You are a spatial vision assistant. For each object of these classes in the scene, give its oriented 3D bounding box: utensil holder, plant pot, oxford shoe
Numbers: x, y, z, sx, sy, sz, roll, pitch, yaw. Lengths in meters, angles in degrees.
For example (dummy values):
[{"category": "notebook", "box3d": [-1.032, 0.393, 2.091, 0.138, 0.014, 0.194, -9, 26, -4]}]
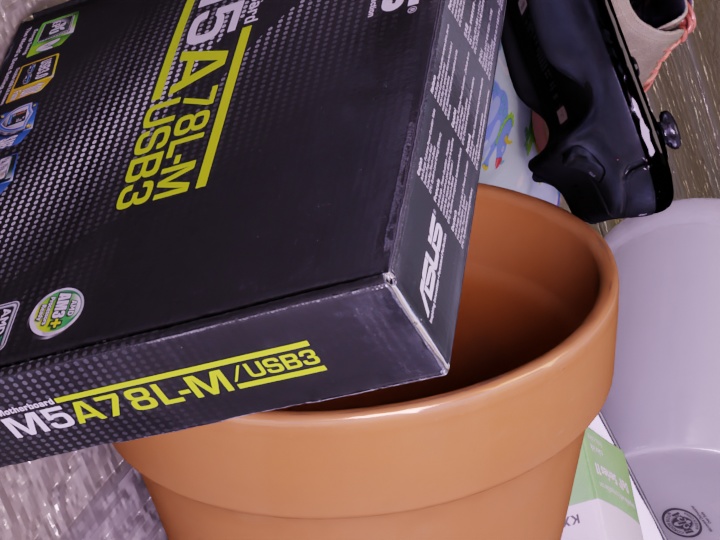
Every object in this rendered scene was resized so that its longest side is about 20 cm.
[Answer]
[{"category": "utensil holder", "box3d": [0.219, 0.084, 1.186, 0.171, 0.168, 0.201, 57, 34, -38]}, {"category": "plant pot", "box3d": [0.000, 0.066, 0.702, 0.200, 0.198, 0.141, -53, 143, -59]}, {"category": "oxford shoe", "box3d": [0.114, -0.095, 0.825, 0.201, 0.074, 0.071, 62, 35, -52]}]

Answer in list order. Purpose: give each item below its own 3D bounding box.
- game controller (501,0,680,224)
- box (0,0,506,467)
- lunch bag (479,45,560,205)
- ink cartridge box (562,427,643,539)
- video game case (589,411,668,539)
[{"category": "game controller", "box3d": [0.080, -0.069, 0.679, 0.200, 0.042, 0.106, -43, 122, -89]}, {"category": "box", "box3d": [-0.051, -0.034, 0.605, 0.048, 0.192, 0.201, 53, 35, -36]}, {"category": "lunch bag", "box3d": [0.039, -0.094, 0.888, 0.171, 0.126, 0.202, 67, 14, -54]}, {"category": "ink cartridge box", "box3d": [0.078, 0.184, 0.835, 0.067, 0.116, 0.202, 36, 39, -58]}, {"category": "video game case", "box3d": [0.115, 0.083, 0.995, 0.144, 0.019, 0.200, 62, -1, 2]}]
